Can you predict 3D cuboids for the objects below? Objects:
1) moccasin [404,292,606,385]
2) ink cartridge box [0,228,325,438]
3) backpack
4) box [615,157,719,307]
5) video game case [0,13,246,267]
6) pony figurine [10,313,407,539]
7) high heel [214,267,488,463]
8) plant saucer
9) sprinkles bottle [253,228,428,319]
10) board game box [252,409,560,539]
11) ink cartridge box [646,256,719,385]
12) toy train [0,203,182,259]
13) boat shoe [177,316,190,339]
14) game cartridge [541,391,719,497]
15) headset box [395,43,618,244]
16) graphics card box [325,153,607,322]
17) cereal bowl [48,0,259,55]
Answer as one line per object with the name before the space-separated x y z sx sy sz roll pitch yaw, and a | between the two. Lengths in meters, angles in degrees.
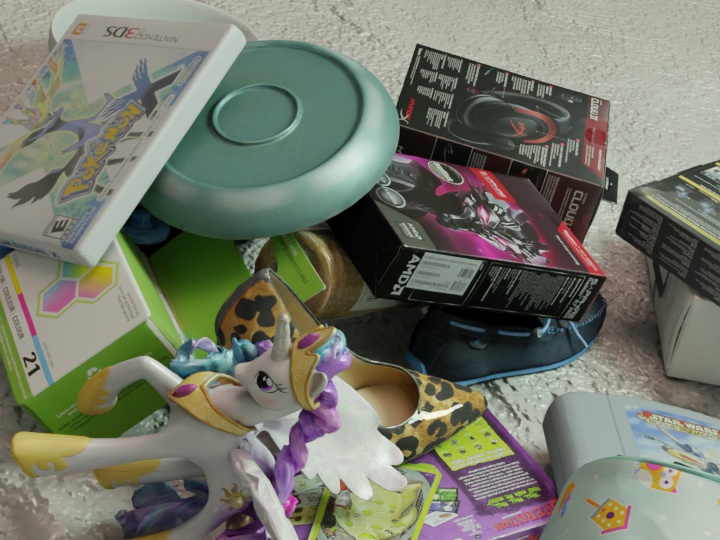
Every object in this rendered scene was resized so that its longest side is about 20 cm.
moccasin | 0.125 0.038 1.142 0.199 0.069 0.080 -18 43 -41
ink cartridge box | -0.145 0.008 0.995 0.199 0.076 0.148 -36 42 1
backpack | 0.163 0.197 0.785 0.175 0.201 0.154 21 49 12
box | 0.327 -0.017 1.158 0.160 0.049 0.200 -18 44 -39
video game case | -0.195 -0.100 1.048 0.181 0.022 0.201 12 63 42
pony figurine | -0.069 0.115 0.852 0.199 0.194 0.167 -18 35 20
high heel | 0.002 0.057 0.949 0.198 0.143 0.072 -2 40 -18
plant saucer | -0.072 -0.103 1.041 0.198 0.028 0.201 -4 46 4
sprinkles bottle | 0.000 0.000 1.103 0.068 0.069 0.200 29 16 25
board game box | 0.032 0.153 0.972 0.199 0.033 0.120 -9 34 -29
ink cartridge box | 0.323 0.012 1.235 0.144 0.085 0.201 11 34 -1
toy train | -0.206 -0.038 1.140 0.199 0.087 0.114 19 27 11
boat shoe | -0.043 0.069 1.040 0.198 0.067 0.075 12 31 0
game cartridge | 0.226 0.146 1.015 0.198 0.042 0.134 15 34 -12
headset box | 0.122 -0.100 1.233 0.198 0.075 0.149 16 36 0
graphics card box | 0.071 -0.027 1.072 0.199 0.051 0.126 7 36 -36
cereal bowl | -0.191 -0.181 1.365 0.198 0.084 0.201 8 33 -5
